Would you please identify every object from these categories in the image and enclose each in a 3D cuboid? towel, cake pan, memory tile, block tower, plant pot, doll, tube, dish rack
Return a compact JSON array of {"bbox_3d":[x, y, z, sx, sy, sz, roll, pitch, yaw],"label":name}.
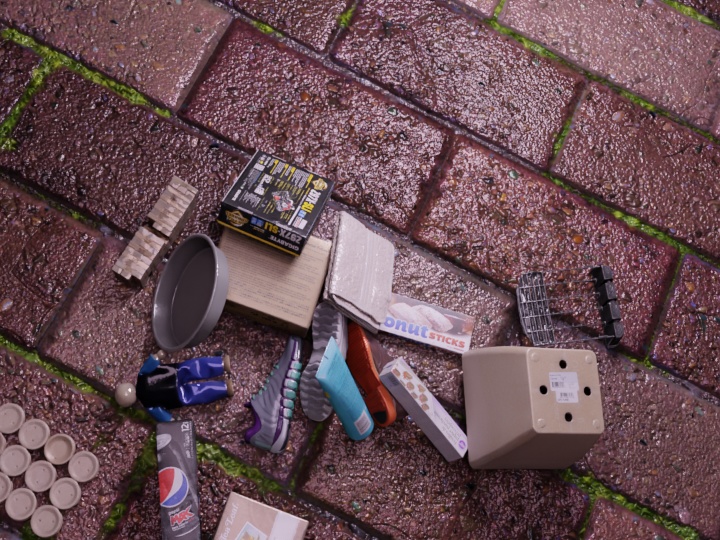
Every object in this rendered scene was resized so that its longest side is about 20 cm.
[{"bbox_3d":[0.000,0.000,1.649,0.131,0.034,0.203,33,45,-30],"label":"towel"},{"bbox_3d":[-0.284,0.041,1.582,0.036,0.198,0.205,21,66,-38],"label":"cake pan"},{"bbox_3d":[-0.539,0.322,1.532,0.198,0.017,0.155,31,71,3],"label":"memory tile"},{"bbox_3d":[-0.358,-0.064,1.662,0.053,0.058,0.202,29,72,2],"label":"block tower"},{"bbox_3d":[0.300,0.220,1.587,0.195,0.177,0.205,4,72,-19],"label":"plant pot"},{"bbox_3d":[-0.313,0.199,1.586,0.195,0.048,0.140,-7,95,-9],"label":"doll"},{"bbox_3d":[-0.028,0.203,1.554,0.049,0.202,0.078,-1,47,21],"label":"tube"},{"bbox_3d":[0.382,0.068,1.733,0.195,0.055,0.157,-5,72,-8],"label":"dish rack"}]

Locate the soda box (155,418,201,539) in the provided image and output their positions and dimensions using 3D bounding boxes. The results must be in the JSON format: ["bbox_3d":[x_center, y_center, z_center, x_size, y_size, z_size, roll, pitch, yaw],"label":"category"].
[{"bbox_3d":[-0.292,0.346,1.523,0.062,0.071,0.205,-4,79,-9],"label":"soda box"}]

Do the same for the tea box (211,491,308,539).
[{"bbox_3d":[-0.178,0.465,1.445,0.131,0.197,0.204,20,71,-1],"label":"tea box"}]

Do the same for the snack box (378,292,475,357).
[{"bbox_3d":[0.105,0.093,1.697,0.196,0.024,0.073,16,72,-3],"label":"snack box"}]

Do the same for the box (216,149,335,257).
[{"bbox_3d":[-0.145,-0.122,1.660,0.157,0.050,0.201,23,36,-1],"label":"box"}]

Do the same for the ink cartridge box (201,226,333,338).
[{"bbox_3d":[-0.161,0.005,1.659,0.196,0.075,0.168,19,69,-1],"label":"ink cartridge box"}]

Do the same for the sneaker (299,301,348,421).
[{"bbox_3d":[-0.049,0.159,1.628,0.073,0.082,0.205,11,88,24],"label":"sneaker"}]

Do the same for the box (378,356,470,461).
[{"bbox_3d":[0.110,0.237,1.608,0.201,0.041,0.039,50,48,-10],"label":"box"}]

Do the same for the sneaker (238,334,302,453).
[{"bbox_3d":[-0.150,0.202,1.600,0.085,0.075,0.205,10,72,0],"label":"sneaker"}]

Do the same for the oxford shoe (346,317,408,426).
[{"bbox_3d":[0.029,0.168,1.649,0.071,0.071,0.204,-12,76,-35],"label":"oxford shoe"}]
